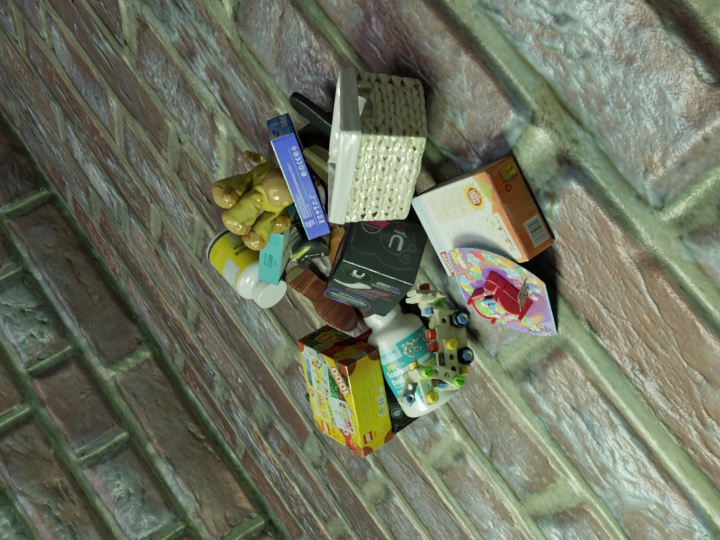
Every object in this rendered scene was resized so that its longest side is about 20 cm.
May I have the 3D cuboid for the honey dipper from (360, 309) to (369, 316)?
[{"bbox_3d":[0.014,0.081,1.548,0.038,0.038,0.200,19,157,53],"label":"honey dipper"}]

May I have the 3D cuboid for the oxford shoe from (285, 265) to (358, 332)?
[{"bbox_3d":[-0.072,0.064,1.757,0.200,0.071,0.074,43,175,28],"label":"oxford shoe"}]

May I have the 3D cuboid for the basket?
[{"bbox_3d":[0.020,-0.175,1.206,0.200,0.123,0.136,100,170,-55],"label":"basket"}]

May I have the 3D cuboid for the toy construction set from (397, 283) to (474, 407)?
[{"bbox_3d":[0.120,0.120,1.358,0.092,0.131,0.200,-178,87,-67],"label":"toy construction set"}]

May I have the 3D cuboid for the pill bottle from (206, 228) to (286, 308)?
[{"bbox_3d":[-0.264,-0.004,1.946,0.200,0.112,0.112,43,150,29],"label":"pill bottle"}]

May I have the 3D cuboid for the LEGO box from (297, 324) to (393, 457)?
[{"bbox_3d":[-0.028,0.220,1.532,0.149,0.077,0.200,20,128,48],"label":"LEGO box"}]

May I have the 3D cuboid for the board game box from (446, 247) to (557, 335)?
[{"bbox_3d":[0.194,0.046,1.193,0.158,0.039,0.200,21,154,32],"label":"board game box"}]

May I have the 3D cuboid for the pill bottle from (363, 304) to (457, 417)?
[{"bbox_3d":[0.084,0.156,1.506,0.200,0.111,0.111,59,154,-2],"label":"pill bottle"}]

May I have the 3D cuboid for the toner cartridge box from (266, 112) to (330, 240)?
[{"bbox_3d":[-0.107,-0.161,1.437,0.095,0.043,0.200,-110,1,-58],"label":"toner cartridge box"}]

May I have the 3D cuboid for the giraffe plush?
[{"bbox_3d":[-0.154,-0.151,1.565,0.162,0.200,0.173,-11,132,45],"label":"giraffe plush"}]

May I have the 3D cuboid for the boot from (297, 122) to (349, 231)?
[{"bbox_3d":[-0.032,-0.168,1.435,0.186,0.064,0.200,11,123,54],"label":"boot"}]

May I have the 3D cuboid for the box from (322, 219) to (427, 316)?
[{"bbox_3d":[0.022,-0.012,1.368,0.122,0.106,0.200,19,160,-6],"label":"box"}]

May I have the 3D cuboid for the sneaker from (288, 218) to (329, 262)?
[{"bbox_3d":[-0.111,-0.062,1.629,0.200,0.074,0.081,-167,66,-75],"label":"sneaker"}]

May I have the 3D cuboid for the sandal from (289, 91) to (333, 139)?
[{"bbox_3d":[-0.028,-0.233,1.352,0.200,0.045,0.075,40,167,5],"label":"sandal"}]

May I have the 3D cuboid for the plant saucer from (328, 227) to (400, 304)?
[{"bbox_3d":[0.000,0.000,1.575,0.200,0.037,0.200,41,149,31],"label":"plant saucer"}]

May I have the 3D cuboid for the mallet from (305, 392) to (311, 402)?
[{"bbox_3d":[-0.016,0.218,1.650,0.066,0.200,0.041,29,134,38],"label":"mallet"}]

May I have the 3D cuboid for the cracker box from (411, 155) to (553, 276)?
[{"bbox_3d":[0.167,-0.072,1.181,0.134,0.058,0.200,62,153,-7],"label":"cracker box"}]

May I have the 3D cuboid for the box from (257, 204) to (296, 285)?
[{"bbox_3d":[-0.177,-0.056,1.755,0.049,0.082,0.200,20,147,3],"label":"box"}]

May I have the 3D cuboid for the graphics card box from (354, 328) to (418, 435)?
[{"bbox_3d":[0.047,0.208,1.610,0.200,0.125,0.051,48,147,24],"label":"graphics card box"}]

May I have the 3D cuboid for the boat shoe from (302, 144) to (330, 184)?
[{"bbox_3d":[-0.007,-0.156,1.354,0.201,0.063,0.073,34,169,26],"label":"boat shoe"}]
